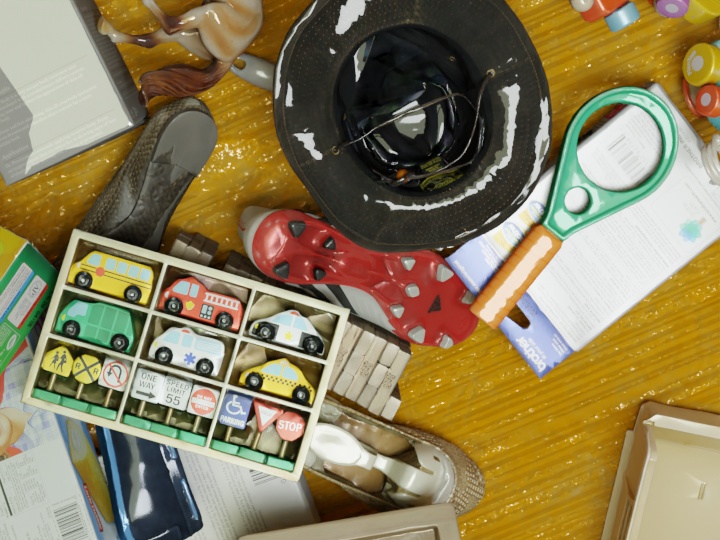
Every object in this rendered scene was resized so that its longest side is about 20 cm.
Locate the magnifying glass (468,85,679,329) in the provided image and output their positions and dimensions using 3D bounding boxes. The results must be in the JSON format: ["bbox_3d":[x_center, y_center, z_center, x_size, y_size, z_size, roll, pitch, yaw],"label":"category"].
[{"bbox_3d":[0.148,-0.043,1.148,0.079,0.022,0.200,38,95,-7],"label":"magnifying glass"}]

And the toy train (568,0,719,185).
[{"bbox_3d":[0.209,-0.156,1.127,0.150,0.056,0.200,-43,103,-37],"label":"toy train"}]

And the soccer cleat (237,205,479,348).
[{"bbox_3d":[0.000,0.000,1.182,0.199,0.085,0.069,20,97,-28],"label":"soccer cleat"}]

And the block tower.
[{"bbox_3d":[-0.054,0.038,1.193,0.199,0.054,0.058,28,101,-6],"label":"block tower"}]

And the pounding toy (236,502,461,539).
[{"bbox_3d":[0.017,0.276,1.165,0.199,0.142,0.185,-7,74,-13],"label":"pounding toy"}]

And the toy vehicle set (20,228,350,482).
[{"bbox_3d":[-0.120,0.059,1.119,0.199,0.027,0.125,16,87,-4],"label":"toy vehicle set"}]

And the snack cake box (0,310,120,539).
[{"bbox_3d":[-0.262,0.123,1.174,0.114,0.067,0.201,-22,80,7],"label":"snack cake box"}]

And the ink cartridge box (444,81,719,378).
[{"bbox_3d":[0.171,-0.029,1.181,0.200,0.042,0.119,-40,98,1],"label":"ink cartridge box"}]

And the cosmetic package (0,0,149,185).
[{"bbox_3d":[-0.241,-0.173,1.138,0.106,0.090,0.201,-23,97,5],"label":"cosmetic package"}]

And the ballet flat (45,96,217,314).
[{"bbox_3d":[-0.171,-0.043,1.187,0.067,0.046,0.200,22,109,-36],"label":"ballet flat"}]

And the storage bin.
[{"bbox_3d":[0.284,0.219,1.207,0.199,0.094,0.200,11,101,-2],"label":"storage bin"}]

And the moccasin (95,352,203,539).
[{"bbox_3d":[-0.157,0.099,1.170,0.068,0.080,0.201,-10,90,-15],"label":"moccasin"}]

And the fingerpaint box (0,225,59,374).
[{"bbox_3d":[-0.332,0.041,1.121,0.166,0.073,0.201,26,76,22],"label":"fingerpaint box"}]

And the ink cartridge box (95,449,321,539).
[{"bbox_3d":[-0.118,0.208,1.232,0.175,0.045,0.201,-19,100,4],"label":"ink cartridge box"}]

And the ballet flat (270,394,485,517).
[{"bbox_3d":[0.011,0.141,1.186,0.199,0.065,0.071,22,92,-19],"label":"ballet flat"}]

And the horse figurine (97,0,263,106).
[{"bbox_3d":[-0.103,-0.205,1.136,0.132,0.050,0.201,16,95,-32],"label":"horse figurine"}]

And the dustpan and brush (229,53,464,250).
[{"bbox_3d":[-0.004,-0.114,1.170,0.199,0.057,0.140,21,97,-11],"label":"dustpan and brush"}]

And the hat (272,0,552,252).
[{"bbox_3d":[0.033,-0.116,1.104,0.199,0.081,0.202,-2,109,-6],"label":"hat"}]
